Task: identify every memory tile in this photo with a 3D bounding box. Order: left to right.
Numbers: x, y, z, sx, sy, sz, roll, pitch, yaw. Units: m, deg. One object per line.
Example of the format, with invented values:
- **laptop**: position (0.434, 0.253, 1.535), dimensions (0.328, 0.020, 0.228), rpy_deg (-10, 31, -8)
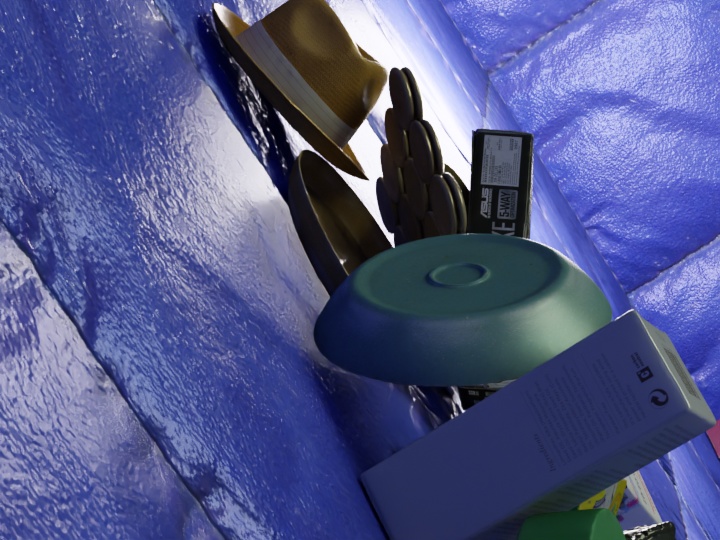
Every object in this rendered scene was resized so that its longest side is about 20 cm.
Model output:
- **memory tile**: position (0.047, -0.052, 1.344), dimensions (0.201, 0.017, 0.154), rpy_deg (98, -24, -59)

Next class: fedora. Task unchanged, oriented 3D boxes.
- **fedora**: position (-0.034, -0.162, 1.346), dimensions (0.201, 0.082, 0.201), rpy_deg (47, 8, -9)

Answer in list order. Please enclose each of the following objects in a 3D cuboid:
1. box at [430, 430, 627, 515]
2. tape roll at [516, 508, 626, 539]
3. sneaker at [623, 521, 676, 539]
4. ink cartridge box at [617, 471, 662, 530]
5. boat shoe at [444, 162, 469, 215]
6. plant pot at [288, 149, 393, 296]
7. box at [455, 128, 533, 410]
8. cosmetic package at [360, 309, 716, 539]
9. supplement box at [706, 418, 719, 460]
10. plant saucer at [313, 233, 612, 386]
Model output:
- **box**: position (0.120, 0.153, 1.208), dimensions (0.116, 0.049, 0.200), rpy_deg (18, 2, 19)
- **tape roll**: position (0.133, 0.243, 0.994), dimensions (0.200, 0.048, 0.203), rpy_deg (-9, 90, -72)
- **sneaker**: position (0.191, 0.234, 1.207), dimensions (0.200, 0.075, 0.092), rpy_deg (-1, 70, -67)
- **ink cartridge box**: position (0.217, 0.191, 1.581), dimensions (0.200, 0.067, 0.116), rpy_deg (48, 16, -41)
- **boat shoe**: position (0.076, 0.001, 1.456), dimensions (0.072, 0.066, 0.202), rpy_deg (-44, 120, -38)
- **plant pot**: position (0.000, 0.000, 1.286), dimensions (0.201, 0.027, 0.200), rpy_deg (54, 14, -19)
- **box**: position (0.108, 0.005, 1.343), dimensions (0.158, 0.049, 0.202), rpy_deg (65, 29, -78)
- **cosmetic package**: position (0.111, 0.111, 1.044), dimensions (0.072, 0.199, 0.101), rpy_deg (62, 13, 19)
- **supplement box**: position (0.751, 0.353, 3.209), dimensions (0.200, 0.110, 0.086), rpy_deg (49, 14, -36)
- **plant saucer**: position (0.065, 0.017, 1.111), dimensions (0.200, 0.198, 0.036), rpy_deg (-89, 174, -69)
